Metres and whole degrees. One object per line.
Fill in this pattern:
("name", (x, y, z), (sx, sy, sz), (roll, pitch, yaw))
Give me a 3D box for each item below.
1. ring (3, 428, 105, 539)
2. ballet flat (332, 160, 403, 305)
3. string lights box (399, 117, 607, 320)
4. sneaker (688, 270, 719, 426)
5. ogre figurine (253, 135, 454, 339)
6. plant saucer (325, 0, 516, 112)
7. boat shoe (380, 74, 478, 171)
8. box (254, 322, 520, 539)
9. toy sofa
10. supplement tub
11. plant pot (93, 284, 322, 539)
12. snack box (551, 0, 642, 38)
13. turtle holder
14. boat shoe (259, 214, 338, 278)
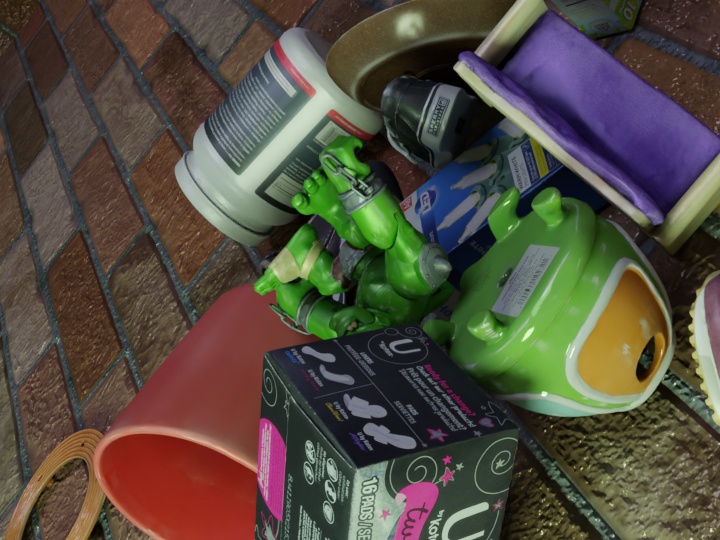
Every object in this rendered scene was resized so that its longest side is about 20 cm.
("ring", (-0.332, 0.268, 1.317), (0.200, 0.019, 0.201), (-35, 37, 31))
("ballet flat", (0.012, -0.009, 1.063), (0.073, 0.073, 0.201), (-9, 59, 50))
("string lights box", (0.118, -0.059, 0.973), (0.200, 0.059, 0.103), (-38, 35, 26))
("sneaker", (0.239, 0.085, 0.603), (0.090, 0.075, 0.201), (-27, 77, 32))
("ogre figurine", (0.000, 0.000, 0.862), (0.098, 0.120, 0.200), (-35, -20, -53))
("plant saucer", (0.070, -0.183, 1.056), (0.200, 0.200, 0.035), (-24, 71, 41))
("boat shoe", (0.054, -0.127, 1.022), (0.199, 0.068, 0.074), (-18, -52, -77))
("box", (0.011, 0.156, 0.758), (0.132, 0.114, 0.201), (45, 138, 49))
("toy sofa", (0.165, -0.107, 0.831), (0.200, 0.098, 0.083), (44, 98, 24))
("supplement tub", (-0.084, -0.138, 1.248), (0.200, 0.140, 0.141), (-44, 32, 16))
("plant pot", (-0.090, 0.122, 0.975), (0.200, 0.200, 0.178), (-21, 33, 43))
("snack box", (0.203, -0.323, 1.030), (0.053, 0.142, 0.201), (-4, 58, 53))
("turtle holder", (0.123, 0.037, 0.799), (0.185, 0.131, 0.141), (-40, 21, 54))
("boat shoe", (-0.068, 0.010, 1.157), (0.072, 0.065, 0.201), (13, 70, 59))
